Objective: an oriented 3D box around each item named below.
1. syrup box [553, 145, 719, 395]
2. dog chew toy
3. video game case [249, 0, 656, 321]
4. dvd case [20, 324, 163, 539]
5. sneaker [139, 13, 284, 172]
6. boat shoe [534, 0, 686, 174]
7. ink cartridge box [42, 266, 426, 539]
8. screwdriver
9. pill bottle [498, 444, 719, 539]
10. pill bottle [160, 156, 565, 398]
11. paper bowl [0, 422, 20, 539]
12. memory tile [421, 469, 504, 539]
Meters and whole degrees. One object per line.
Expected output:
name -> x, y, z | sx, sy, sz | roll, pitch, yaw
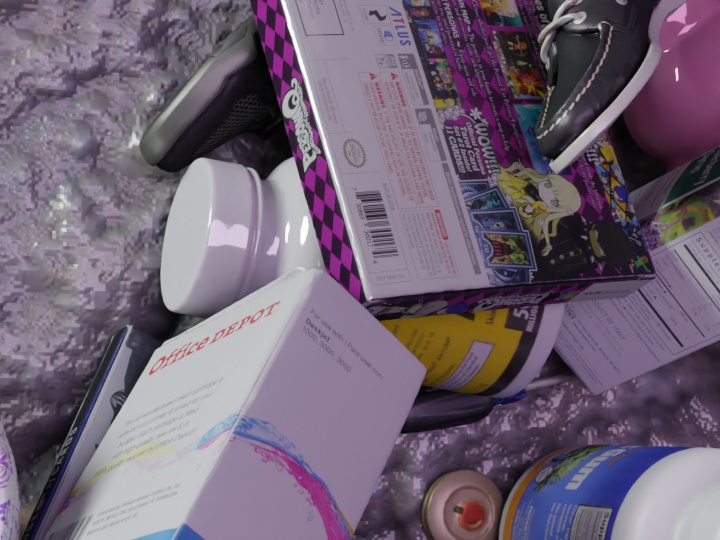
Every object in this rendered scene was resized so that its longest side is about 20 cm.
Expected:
syrup box -> 0.191, -0.013, 0.947 | 0.081, 0.200, 0.079 | 51, 41, -10
dog chew toy -> 0.214, -0.099, 1.021 | 0.125, 0.125, 0.200 | -37, 91, -21
video game case -> 0.046, -0.075, 0.890 | 0.181, 0.036, 0.200 | -5, 69, -32
dvd case -> -0.096, 0.146, 0.876 | 0.150, 0.025, 0.200 | 35, 52, -20
sneaker -> -0.022, -0.097, 0.941 | 0.199, 0.076, 0.114 | -40, 94, -26
boat shoe -> 0.123, -0.125, 0.894 | 0.060, 0.074, 0.200 | 41, 47, -9
ink cartridge box -> -0.071, 0.111, 0.796 | 0.085, 0.144, 0.200 | 42, 50, -19
screwdriver -> 0.110, 0.065, 1.004 | 0.200, 0.029, 0.028 | -11, 90, -18
pill bottle -> 0.164, 0.148, 0.913 | 0.112, 0.200, 0.112 | 2, 84, -23
pill bottle -> 0.000, 0.000, 0.923 | 0.200, 0.111, 0.111 | 11, 81, -21
paper bowl -> -0.257, 0.115, 0.791 | 0.200, 0.104, 0.201 | 2, 73, -7
memory tile -> 0.079, 0.225, 0.987 | 0.153, 0.017, 0.200 | 23, 77, -19
